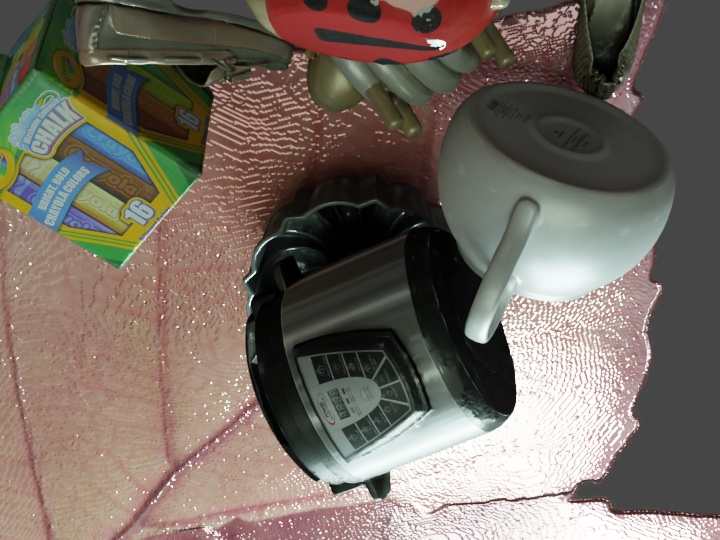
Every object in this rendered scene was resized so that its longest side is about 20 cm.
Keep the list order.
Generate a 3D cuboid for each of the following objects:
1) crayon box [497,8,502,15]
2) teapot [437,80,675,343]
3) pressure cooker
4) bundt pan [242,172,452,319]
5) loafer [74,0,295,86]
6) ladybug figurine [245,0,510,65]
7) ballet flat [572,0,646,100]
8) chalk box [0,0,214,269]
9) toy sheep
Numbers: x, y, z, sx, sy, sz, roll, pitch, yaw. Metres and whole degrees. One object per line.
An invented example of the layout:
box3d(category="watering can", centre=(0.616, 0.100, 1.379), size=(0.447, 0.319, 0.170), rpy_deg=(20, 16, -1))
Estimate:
box3d(category="crayon box", centre=(0.012, -0.248, 1.147), size=(0.198, 0.051, 0.127), rpy_deg=(15, 162, 3))
box3d(category="teapot", centre=(0.140, -0.042, 1.298), size=(0.198, 0.198, 0.147), rpy_deg=(-1, 126, -27))
box3d(category="pressure cooker", centre=(0.007, 0.077, 1.343), size=(0.199, 0.177, 0.179), rpy_deg=(-22, 141, 19))
box3d(category="bundt pan", centre=(0.000, 0.000, 1.440), size=(0.200, 0.076, 0.203), rpy_deg=(1, 127, 1))
box3d(category="loafer", centre=(-0.134, -0.168, 1.272), size=(0.199, 0.064, 0.072), rpy_deg=(9, 176, -44))
box3d(category="ladybug figurine", centre=(0.003, -0.188, 1.131), size=(0.198, 0.073, 0.136), rpy_deg=(9, 160, 23))
box3d(category="ballet flat", centre=(0.193, -0.217, 1.285), size=(0.067, 0.047, 0.201), rpy_deg=(3, 128, -1))
box3d(category="chalk box", centre=(-0.232, -0.122, 1.321), size=(0.199, 0.125, 0.124), rpy_deg=(32, 122, -23))
box3d(category="toy sheep", centre=(0.041, -0.188, 1.260), size=(0.199, 0.138, 0.138), rpy_deg=(-35, 120, 13))
